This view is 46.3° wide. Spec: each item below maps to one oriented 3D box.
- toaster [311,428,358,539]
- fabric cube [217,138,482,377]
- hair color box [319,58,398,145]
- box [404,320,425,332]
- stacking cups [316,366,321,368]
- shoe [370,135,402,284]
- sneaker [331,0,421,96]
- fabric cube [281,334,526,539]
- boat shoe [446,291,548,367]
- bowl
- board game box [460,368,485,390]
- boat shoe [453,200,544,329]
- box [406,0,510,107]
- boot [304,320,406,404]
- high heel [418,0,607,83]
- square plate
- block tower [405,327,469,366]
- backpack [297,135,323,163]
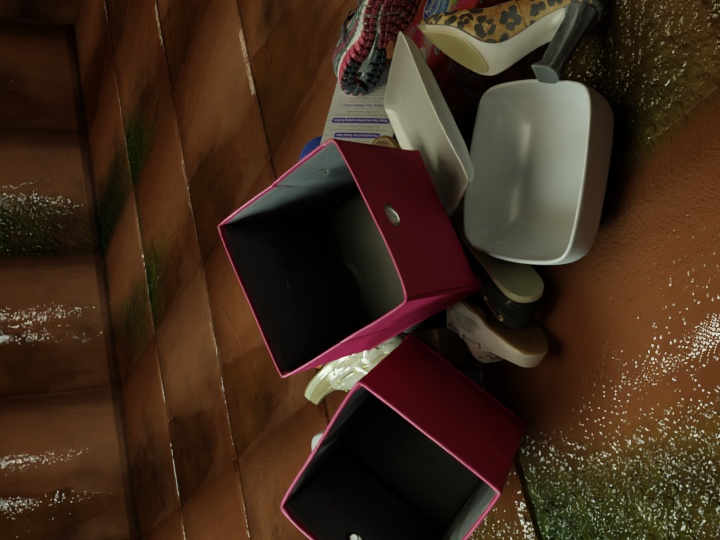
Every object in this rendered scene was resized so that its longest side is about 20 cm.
[{"bbox_3d":[0.003,0.309,1.304,0.113,0.127,0.204,-26,69,57],"label":"toaster"},{"bbox_3d":[-0.008,-0.016,0.993,0.199,0.198,0.199,-32,76,29],"label":"fabric cube"},{"bbox_3d":[0.011,-0.204,1.205,0.065,0.107,0.203,60,-141,-58],"label":"hair color box"},{"bbox_3d":[0.061,-0.013,1.233,0.068,0.081,0.204,34,120,54],"label":"box"},{"bbox_3d":[-0.042,0.154,1.457,0.199,0.060,0.062,171,96,-64],"label":"stacking cups"},{"bbox_3d":[0.054,-0.075,1.099,0.069,0.053,0.204,-15,87,33],"label":"shoe"},{"bbox_3d":[0.013,-0.339,1.142,0.201,0.080,0.075,-56,44,34],"label":"sneaker"},{"bbox_3d":[0.057,0.233,1.014,0.195,0.199,0.202,35,110,9],"label":"fabric cube"},{"bbox_3d":[0.168,0.084,1.064,0.200,0.070,0.071,-137,51,-62],"label":"boat shoe"},{"bbox_3d":[0.207,-0.109,0.961,0.199,0.074,0.204,16,101,58],"label":"bowl"},{"bbox_3d":[0.111,0.213,1.200,0.199,0.034,0.138,-15,80,60],"label":"board game box"},{"bbox_3d":[0.164,-0.013,1.054,0.203,0.072,0.064,-114,21,-44],"label":"boat shoe"},{"bbox_3d":[0.137,-0.310,1.057,0.201,0.098,0.097,-59,43,45],"label":"box"},{"bbox_3d":[0.022,0.165,1.171,0.155,0.072,0.200,45,125,1],"label":"boot"},{"bbox_3d":[0.172,-0.293,0.952,0.198,0.072,0.144,25,75,32],"label":"high heel"},{"bbox_3d":[0.085,-0.165,1.045,0.200,0.028,0.201,106,143,-75],"label":"square plate"},{"bbox_3d":[0.079,0.119,1.232,0.199,0.057,0.055,-19,74,61],"label":"block tower"},{"bbox_3d":[-0.042,-0.110,1.328,0.168,0.159,0.203,-111,28,-66],"label":"backpack"}]
